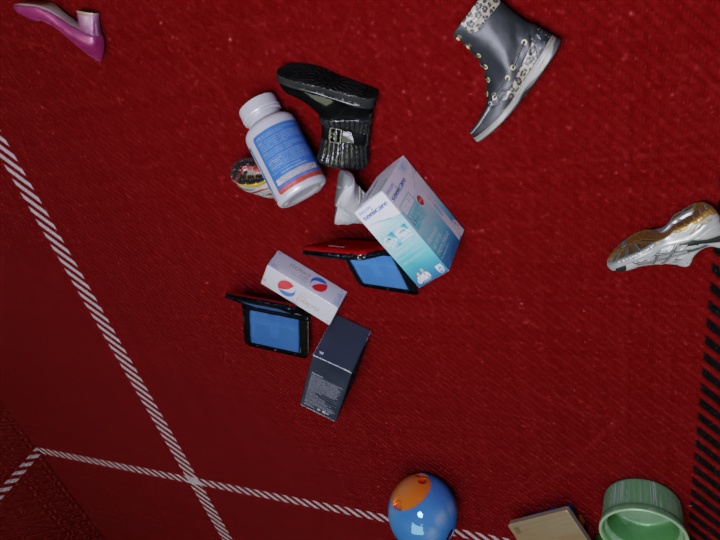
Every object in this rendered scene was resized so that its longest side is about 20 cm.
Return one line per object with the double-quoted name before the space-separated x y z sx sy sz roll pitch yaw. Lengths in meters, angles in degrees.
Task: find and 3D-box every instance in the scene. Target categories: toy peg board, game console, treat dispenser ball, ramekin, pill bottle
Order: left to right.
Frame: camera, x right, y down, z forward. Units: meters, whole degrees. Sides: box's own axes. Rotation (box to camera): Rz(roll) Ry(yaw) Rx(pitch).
"game console" -0.233 0.138 1.525 0.194 0.122 0.172 8 170 18
"pill bottle" -0.157 -0.237 1.185 0.111 0.111 0.204 -29 88 38
"game console" 0.000 0.000 1.270 0.197 0.170 0.122 6 105 47
"treat dispenser ball" 0.173 0.673 1.689 0.195 0.202 0.205 13 130 16
"toy peg board" 0.542 0.718 1.637 0.199 0.097 0.201 -35 90 39
"ramekin" 0.679 0.596 1.458 0.195 0.098 0.204 13 130 16

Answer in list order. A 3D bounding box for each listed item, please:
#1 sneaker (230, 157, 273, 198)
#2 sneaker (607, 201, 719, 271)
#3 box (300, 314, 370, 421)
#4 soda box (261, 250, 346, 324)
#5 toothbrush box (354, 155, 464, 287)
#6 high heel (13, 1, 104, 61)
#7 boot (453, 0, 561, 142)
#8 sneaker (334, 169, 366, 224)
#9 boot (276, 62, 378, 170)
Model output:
"sneaker" -0.172 -0.195 1.288 0.194 0.080 0.082 8 165 9
"sneaker" 0.535 -0.033 1.061 0.088 0.076 0.198 47 131 -14
"box" -0.063 0.242 1.509 0.105 0.150 0.203 22 132 7
"soda box" -0.136 0.041 1.447 0.197 0.064 0.069 31 132 1
"toothbrush box" 0.098 -0.096 1.175 0.200 0.147 0.085 47 130 -13
"high heel" -0.629 -0.502 1.267 0.194 0.068 0.098 9 119 2
"boot" 0.208 -0.333 0.993 0.152 0.074 0.205 37 126 -2
"sneaker" -0.013 -0.144 1.210 0.078 0.073 0.201 8 166 1
"boot" -0.071 -0.287 1.154 0.206 0.080 0.160 22 131 8
